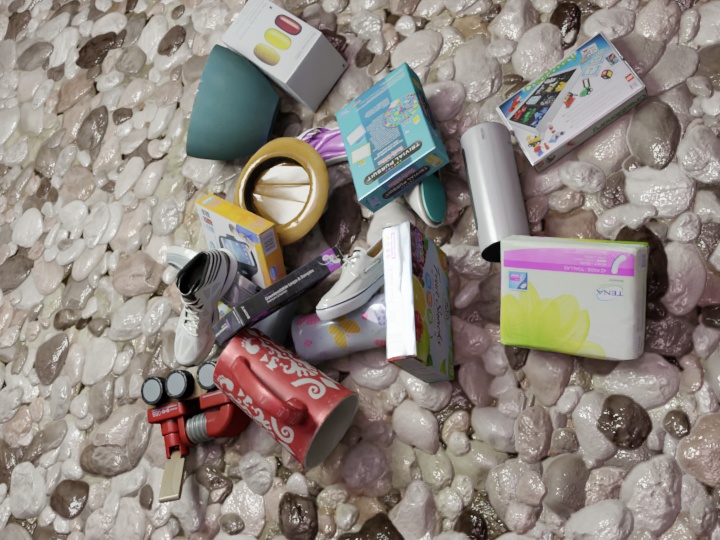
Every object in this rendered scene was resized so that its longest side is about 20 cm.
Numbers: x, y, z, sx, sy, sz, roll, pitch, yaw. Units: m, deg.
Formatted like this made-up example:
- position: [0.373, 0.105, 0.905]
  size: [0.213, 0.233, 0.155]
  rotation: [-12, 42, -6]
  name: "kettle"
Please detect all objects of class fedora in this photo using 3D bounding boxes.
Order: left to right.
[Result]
- position: [-0.123, -0.125, 1.538]
  size: [0.197, 0.081, 0.205]
  rotation: [-9, 73, 29]
  name: "fedora"

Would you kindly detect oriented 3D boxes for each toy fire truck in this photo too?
- position: [-0.266, 0.261, 1.459]
  size: [0.173, 0.128, 0.204]
  rotation: [-16, 76, 21]
  name: "toy fire truck"

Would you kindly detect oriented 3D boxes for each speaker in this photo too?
- position: [0.205, -0.117, 1.364]
  size: [0.080, 0.081, 0.204]
  rotation: [-17, 65, 21]
  name: "speaker"

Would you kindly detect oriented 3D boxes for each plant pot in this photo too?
- position: [-0.219, -0.284, 1.613]
  size: [0.132, 0.200, 0.204]
  rotation: [16, 76, -4]
  name: "plant pot"

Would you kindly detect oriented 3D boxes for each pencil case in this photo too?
- position: [-0.010, 0.088, 1.399]
  size: [0.196, 0.090, 0.085]
  rotation: [-17, 87, 23]
  name: "pencil case"

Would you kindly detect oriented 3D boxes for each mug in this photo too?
- position: [-0.117, 0.173, 1.347]
  size: [0.198, 0.179, 0.134]
  rotation: [34, 63, 21]
  name: "mug"

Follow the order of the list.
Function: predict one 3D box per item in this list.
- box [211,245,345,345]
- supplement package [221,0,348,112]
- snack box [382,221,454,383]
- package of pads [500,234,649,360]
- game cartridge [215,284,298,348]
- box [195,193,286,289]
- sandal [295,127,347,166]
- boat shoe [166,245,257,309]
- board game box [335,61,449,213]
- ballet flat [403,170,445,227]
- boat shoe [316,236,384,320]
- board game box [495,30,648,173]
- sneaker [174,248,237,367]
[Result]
- position: [-0.129, 0.040, 1.399]
  size: [0.198, 0.143, 0.036]
  rotation: [-34, 89, -29]
  name: "box"
- position: [-0.137, -0.397, 1.640]
  size: [0.199, 0.109, 0.115]
  rotation: [38, 91, 34]
  name: "supplement package"
- position: [0.085, 0.050, 1.326]
  size: [0.052, 0.142, 0.204]
  rotation: [-11, 66, 24]
  name: "snack box"
- position: [0.289, 0.037, 1.233]
  size: [0.196, 0.068, 0.158]
  rotation: [4, 101, 29]
  name: "package of pads"
- position: [-0.204, 0.071, 1.540]
  size: [0.197, 0.040, 0.136]
  rotation: [15, 83, 32]
  name: "game cartridge"
- position: [-0.207, -0.050, 1.515]
  size: [0.198, 0.121, 0.041]
  rotation: [24, 47, 39]
  name: "box"
- position: [-0.083, -0.215, 1.575]
  size: [0.199, 0.050, 0.084]
  rotation: [-18, 63, 22]
  name: "sandal"
- position: [-0.266, 0.018, 1.532]
  size: [0.198, 0.070, 0.072]
  rotation: [23, 78, 30]
  name: "boat shoe"
- position: [0.047, -0.214, 1.447]
  size: [0.150, 0.047, 0.203]
  rotation: [-32, 50, 22]
  name: "board game box"
- position: [0.097, -0.148, 1.452]
  size: [0.068, 0.069, 0.204]
  rotation: [-15, 60, 22]
  name: "ballet flat"
- position: [0.000, 0.000, 1.376]
  size: [0.199, 0.071, 0.070]
  rotation: [-36, 21, -30]
  name: "boat shoe"
- position: [0.320, -0.258, 1.382]
  size: [0.198, 0.035, 0.128]
  rotation: [-34, 59, 13]
  name: "board game box"
- position: [-0.272, 0.058, 1.435]
  size: [0.074, 0.115, 0.204]
  rotation: [22, 95, 21]
  name: "sneaker"
